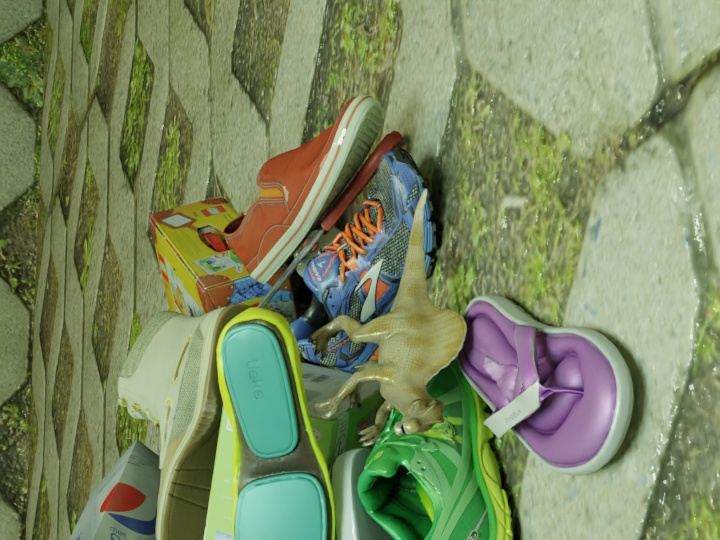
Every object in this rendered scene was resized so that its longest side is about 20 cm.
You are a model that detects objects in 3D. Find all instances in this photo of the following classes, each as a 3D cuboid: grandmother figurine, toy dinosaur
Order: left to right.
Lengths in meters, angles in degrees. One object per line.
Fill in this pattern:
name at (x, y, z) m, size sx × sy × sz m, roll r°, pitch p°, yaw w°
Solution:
grandmother figurine at (-0.053, -0.024, 1.158) m, size 0.200 × 0.061 × 0.121 m, roll 27°, pitch 138°, yaw 65°
toy dinosaur at (0.023, 0.046, 0.840) m, size 0.101 × 0.058 × 0.200 m, roll -25°, pitch 38°, yaw 23°

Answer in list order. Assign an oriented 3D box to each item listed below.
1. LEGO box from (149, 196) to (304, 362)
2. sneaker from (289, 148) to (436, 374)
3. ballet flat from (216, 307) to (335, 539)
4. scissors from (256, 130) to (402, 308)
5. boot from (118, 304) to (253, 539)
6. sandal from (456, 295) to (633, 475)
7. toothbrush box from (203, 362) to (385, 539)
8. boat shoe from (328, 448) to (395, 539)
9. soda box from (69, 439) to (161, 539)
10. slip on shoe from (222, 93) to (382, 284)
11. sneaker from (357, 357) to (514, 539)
LEGO box at (-0.121, 0.037, 1.201) m, size 0.200 × 0.077 × 0.149 m, roll -136°, pitch 34°, yaw -60°
sneaker at (0.000, 0.000, 0.973) m, size 0.075 × 0.078 × 0.200 m, roll -115°, pitch 36°, yaw -52°
ballet flat at (-0.051, 0.121, 0.840) m, size 0.067 × 0.067 × 0.200 m, roll -47°, pitch -49°, yaw -82°
scissors at (-0.030, -0.027, 0.999) m, size 0.200 × 0.014 × 0.073 m, roll -53°, pitch 3°, yaw -1°
boot at (-0.144, 0.126, 1.046) m, size 0.155 × 0.072 × 0.200 m, roll -4°, pitch 72°, yaw 55°
sandal at (0.090, 0.064, 0.757) m, size 0.203 × 0.050 × 0.083 m, roll -153°, pitch 70°, yaw -70°
toothbrush box at (-0.049, 0.180, 0.957) m, size 0.146 × 0.086 × 0.200 m, roll -22°, pitch -60°, yaw -72°
boat shoe at (-0.002, 0.219, 0.869) m, size 0.066 × 0.070 × 0.200 m, roll -12°, pitch 94°, yaw 27°
soda box at (-0.187, 0.213, 1.019) m, size 0.068 × 0.063 × 0.200 m, roll -48°, pitch 10°, yaw 16°
slip on shoe at (-0.048, -0.065, 0.996) m, size 0.200 × 0.061 × 0.074 m, roll -49°, pitch 0°, yaw 44°
sneaker at (0.038, 0.115, 0.835) m, size 0.200 × 0.083 × 0.074 m, roll -106°, pitch 29°, yaw -45°
